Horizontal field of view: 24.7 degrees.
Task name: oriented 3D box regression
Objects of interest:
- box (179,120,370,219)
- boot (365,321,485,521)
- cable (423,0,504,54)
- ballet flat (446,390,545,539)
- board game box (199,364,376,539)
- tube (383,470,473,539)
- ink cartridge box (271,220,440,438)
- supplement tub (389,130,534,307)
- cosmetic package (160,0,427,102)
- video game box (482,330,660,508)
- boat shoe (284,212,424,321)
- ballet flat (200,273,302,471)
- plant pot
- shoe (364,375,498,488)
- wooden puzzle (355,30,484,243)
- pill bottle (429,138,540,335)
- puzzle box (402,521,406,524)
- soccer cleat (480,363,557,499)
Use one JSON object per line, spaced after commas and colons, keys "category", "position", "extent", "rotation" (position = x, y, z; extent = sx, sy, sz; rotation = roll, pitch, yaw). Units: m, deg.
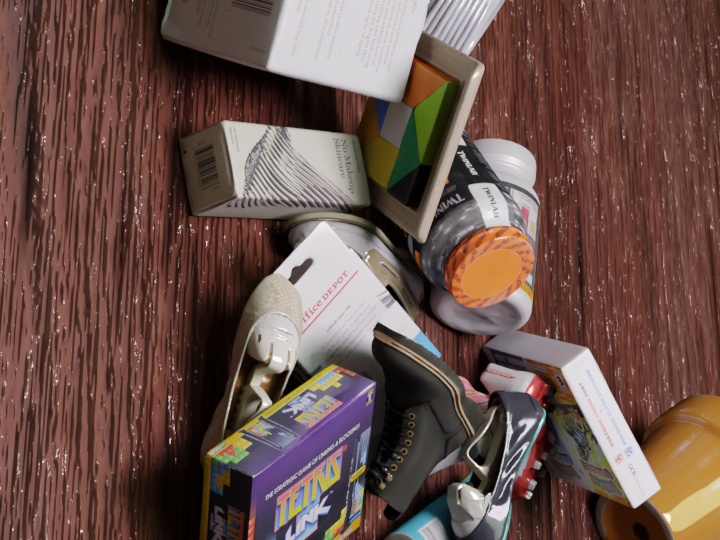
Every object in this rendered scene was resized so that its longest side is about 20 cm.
{"category": "box", "position": [-0.082, -0.096, 1.635], "extent": [0.199, 0.068, 0.083], "rotation": [-2, 77, -50]}
{"category": "boot", "position": [0.037, 0.150, 1.568], "extent": [0.139, 0.077, 0.200], "rotation": [-51, 137, -10]}
{"category": "cable", "position": [0.108, -0.282, 1.831], "extent": [0.069, 0.200, 0.201], "rotation": [34, 90, 2]}
{"category": "ballet flat", "position": [0.123, 0.211, 1.652], "extent": [0.073, 0.073, 0.201], "rotation": [34, 71, -38]}
{"category": "board game box", "position": [-0.065, 0.201, 1.493], "extent": [0.200, 0.056, 0.167], "rotation": [-34, 138, -50]}
{"category": "tube", "position": [0.094, 0.259, 1.696], "extent": [0.200, 0.050, 0.078], "rotation": [-21, 110, -54]}
{"category": "ink cartridge box", "position": [-0.027, 0.054, 1.612], "extent": [0.116, 0.067, 0.200], "rotation": [-47, 117, -15]}
{"category": "supplement tub", "position": [0.096, -0.062, 1.731], "extent": [0.122, 0.123, 0.201], "rotation": [23, 26, -43]}
{"category": "cosmetic package", "position": [-0.057, -0.274, 1.613], "extent": [0.199, 0.166, 0.169], "rotation": [8, 100, -48]}
{"category": "video game box", "position": [0.230, 0.160, 1.824], "extent": [0.047, 0.200, 0.183], "rotation": [-35, 105, -15]}
{"category": "boat shoe", "position": [0.000, 0.000, 1.694], "extent": [0.199, 0.074, 0.069], "rotation": [25, 52, -44]}
{"category": "ballet flat", "position": [-0.089, 0.103, 1.504], "extent": [0.067, 0.062, 0.202], "rotation": [19, 84, -27]}
{"category": "plant pot", "position": [0.387, 0.278, 1.981], "extent": [0.183, 0.200, 0.202], "rotation": [-27, 97, -35]}
{"category": "shoe", "position": [0.052, 0.164, 1.706], "extent": [0.199, 0.091, 0.072], "rotation": [-13, 119, -26]}
{"category": "wooden puzzle", "position": [0.044, -0.147, 1.666], "extent": [0.037, 0.200, 0.186], "rotation": [10, 108, -28]}
{"category": "pill bottle", "position": [0.143, -0.039, 1.847], "extent": [0.116, 0.116, 0.201], "rotation": [34, 53, -38]}
{"category": "puzzle box", "position": [0.116, 0.348, 1.743], "extent": [0.133, 0.025, 0.202], "rotation": [-10, 84, -51]}
{"category": "soccer cleat", "position": [0.167, 0.176, 1.805], "extent": [0.069, 0.085, 0.201], "rotation": [-51, 153, -32]}
